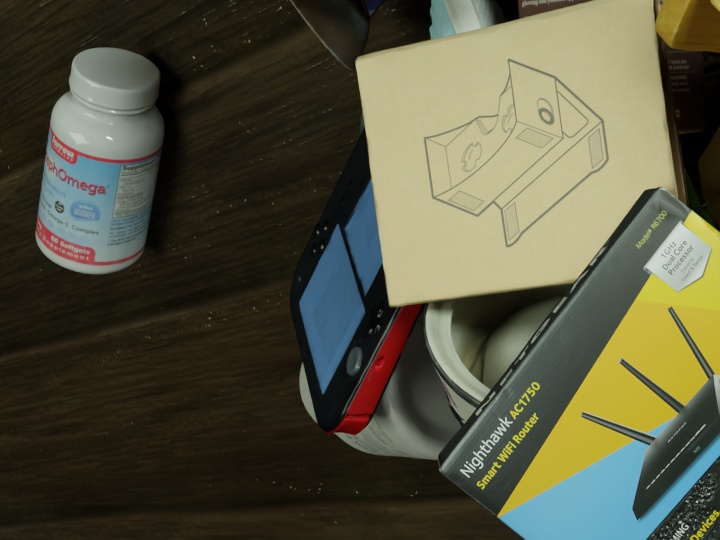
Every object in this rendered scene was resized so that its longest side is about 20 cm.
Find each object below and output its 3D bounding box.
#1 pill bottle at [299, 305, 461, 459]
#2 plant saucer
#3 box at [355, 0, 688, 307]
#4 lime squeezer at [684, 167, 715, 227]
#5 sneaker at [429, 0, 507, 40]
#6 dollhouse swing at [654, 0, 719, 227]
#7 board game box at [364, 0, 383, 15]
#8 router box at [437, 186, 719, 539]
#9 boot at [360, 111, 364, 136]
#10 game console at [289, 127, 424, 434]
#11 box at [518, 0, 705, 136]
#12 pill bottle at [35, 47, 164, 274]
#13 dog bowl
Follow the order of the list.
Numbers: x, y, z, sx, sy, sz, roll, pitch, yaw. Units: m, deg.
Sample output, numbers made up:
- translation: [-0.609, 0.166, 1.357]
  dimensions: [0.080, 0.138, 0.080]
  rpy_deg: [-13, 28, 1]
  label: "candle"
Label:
- translation: [0.029, 0.084, 1.258]
  dimensions: [0.200, 0.114, 0.115]
  rpy_deg: [-10, 93, 67]
  label: "pill bottle"
- translation: [-0.047, -0.234, 1.175]
  dimensions: [0.032, 0.200, 0.201]
  rpy_deg: [-33, 69, 11]
  label: "plant saucer"
- translation: [0.096, -0.070, 1.013]
  dimensions: [0.199, 0.021, 0.164]
  rpy_deg: [-8, 89, 29]
  label: "box"
- translation: [0.194, -0.006, 1.028]
  dimensions: [0.070, 0.201, 0.038]
  rpy_deg: [3, 147, 25]
  label: "lime squeezer"
- translation: [0.062, -0.134, 1.138]
  dimensions: [0.082, 0.074, 0.201]
  rpy_deg: [-27, 48, 20]
  label: "sneaker"
- translation: [0.237, -0.050, 0.922]
  dimensions: [0.200, 0.181, 0.176]
  rpy_deg: [55, 128, 27]
  label: "dollhouse swing"
- translation: [0.006, -0.295, 1.244]
  dimensions: [0.200, 0.045, 0.135]
  rpy_deg: [-44, 65, 50]
  label: "board game box"
- translation: [0.160, 0.077, 0.933]
  dimensions: [0.149, 0.200, 0.051]
  rpy_deg: [38, -179, 0]
  label: "router box"
- translation: [0.080, -0.082, 1.203]
  dimensions: [0.200, 0.065, 0.165]
  rpy_deg: [52, 136, 37]
  label: "boot"
- translation: [0.000, 0.000, 1.176]
  dimensions: [0.200, 0.031, 0.177]
  rpy_deg: [-108, 35, -55]
  label: "game console"
- translation: [0.154, -0.183, 1.042]
  dimensions: [0.100, 0.075, 0.201]
  rpy_deg: [5, 100, 52]
  label: "box"
- translation: [-0.246, -0.105, 1.588]
  dimensions: [0.109, 0.108, 0.201]
  rpy_deg: [43, 132, 37]
  label: "pill bottle"
- translation: [0.141, 0.054, 1.059]
  dimensions: [0.200, 0.200, 0.074]
  rpy_deg: [38, 147, 41]
  label: "dog bowl"
